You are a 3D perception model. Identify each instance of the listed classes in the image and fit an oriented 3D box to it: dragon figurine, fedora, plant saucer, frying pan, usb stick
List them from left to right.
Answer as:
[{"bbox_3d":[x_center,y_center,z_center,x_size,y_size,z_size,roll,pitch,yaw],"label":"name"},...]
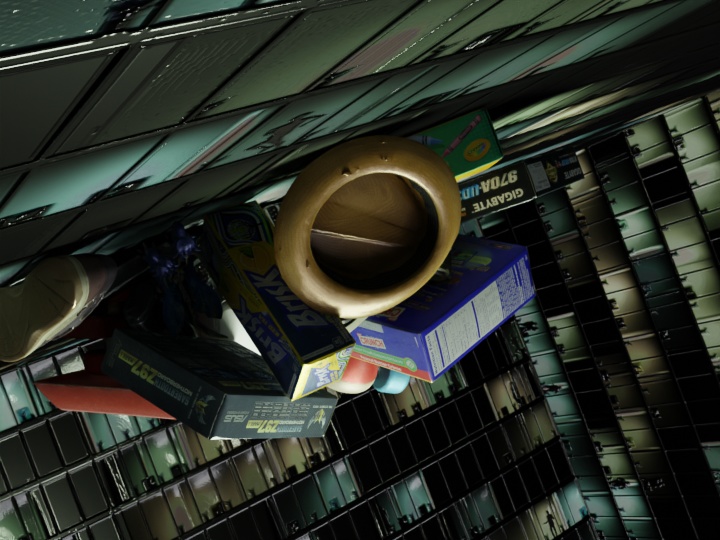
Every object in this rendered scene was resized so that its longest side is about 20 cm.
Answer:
[{"bbox_3d":[-0.246,0.140,1.177,0.198,0.037,0.199,1,-177,18],"label":"plant saucer"},{"bbox_3d":[-0.221,-0.014,1.078,0.189,0.031,0.115,-33,-176,9],"label":"frying pan"},{"bbox_3d":[-0.232,0.064,1.165,0.032,0.056,0.200,19,163,11],"label":"usb stick"},{"bbox_3d":[-0.177,0.026,1.010,0.058,0.201,0.100,-22,-141,-12],"label":"dragon figurine"},{"bbox_3d":[-0.001,-0.051,0.954,0.199,0.202,0.082,-21,-144,-16],"label":"fedora"}]

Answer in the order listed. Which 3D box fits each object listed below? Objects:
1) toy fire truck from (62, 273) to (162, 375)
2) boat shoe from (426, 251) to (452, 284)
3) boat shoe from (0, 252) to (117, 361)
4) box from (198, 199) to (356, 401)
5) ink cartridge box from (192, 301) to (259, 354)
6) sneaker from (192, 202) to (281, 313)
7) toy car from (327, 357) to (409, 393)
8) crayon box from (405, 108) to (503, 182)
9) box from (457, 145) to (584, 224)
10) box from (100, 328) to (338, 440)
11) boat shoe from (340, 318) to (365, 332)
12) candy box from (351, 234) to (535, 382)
[{"bbox_3d":[-0.332,0.058,1.228,0.166,0.113,0.200,3,-175,12],"label":"toy fire truck"},{"bbox_3d":[0.028,-0.013,1.085,0.199,0.064,0.070,2,166,-38],"label":"boat shoe"},{"bbox_3d":[-0.292,0.033,0.930,0.065,0.072,0.199,-14,169,-45],"label":"boat shoe"},{"bbox_3d":[-0.088,0.027,1.001,0.064,0.200,0.070,-21,150,-31],"label":"box"},{"bbox_3d":[-0.136,0.037,1.232,0.145,0.085,0.200,-8,-155,-20],"label":"ink cartridge box"},{"bbox_3d":[-0.145,-0.024,1.151,0.199,0.074,0.080,-33,-156,-31],"label":"sneaker"},{"bbox_3d":[-0.010,0.043,1.344,0.183,0.201,0.177,12,-154,-28],"label":"toy car"},{"bbox_3d":[0.043,-0.104,1.071,0.199,0.059,0.119,-22,180,-7],"label":"crayon box"},{"bbox_3d":[0.146,-0.089,1.186,0.199,0.046,0.159,-19,-178,34],"label":"box"},{"bbox_3d":[-0.139,0.117,1.012,0.157,0.051,0.200,23,-175,31],"label":"box"},{"bbox_3d":[0.003,0.000,1.156,0.073,0.064,0.201,10,-148,26],"label":"boat shoe"},{"bbox_3d":[0.085,0.036,1.202,0.199,0.078,0.168,-34,-150,-31],"label":"candy box"}]
